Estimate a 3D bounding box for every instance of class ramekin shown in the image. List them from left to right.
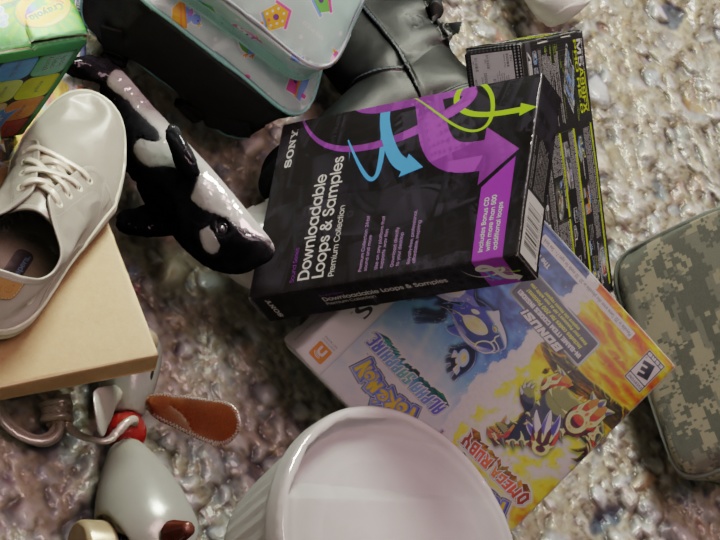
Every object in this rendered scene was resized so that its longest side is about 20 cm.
[{"bbox_3d":[0.001,0.195,1.467,0.202,0.094,0.204,21,55,-33],"label":"ramekin"}]

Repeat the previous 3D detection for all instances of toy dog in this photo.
[{"bbox_3d":[-0.133,0.119,1.438,0.131,0.096,0.201,-12,69,-38],"label":"toy dog"}]

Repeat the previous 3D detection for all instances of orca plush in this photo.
[{"bbox_3d":[-0.141,-0.060,1.525,0.071,0.105,0.200,-39,77,-5],"label":"orca plush"}]

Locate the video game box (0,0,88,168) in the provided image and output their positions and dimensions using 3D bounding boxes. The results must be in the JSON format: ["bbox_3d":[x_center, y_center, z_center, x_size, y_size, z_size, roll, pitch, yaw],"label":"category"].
[{"bbox_3d":[-0.273,-0.154,1.549,0.181,0.047,0.201,15,55,-23],"label":"video game box"}]

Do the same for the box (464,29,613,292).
[{"bbox_3d":[0.131,-0.068,1.666,0.160,0.044,0.201,-24,108,-67],"label":"box"}]

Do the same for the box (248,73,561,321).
[{"bbox_3d":[0.028,-0.047,1.503,0.036,0.199,0.144,46,43,-44],"label":"box"}]

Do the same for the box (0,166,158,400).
[{"bbox_3d":[-0.244,0.011,1.435,0.199,0.021,0.164,-11,59,-23],"label":"box"}]

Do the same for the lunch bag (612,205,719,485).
[{"bbox_3d":[0.297,0.057,1.742,0.167,0.139,0.201,16,52,-58],"label":"lunch bag"}]

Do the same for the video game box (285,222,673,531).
[{"bbox_3d":[0.081,0.056,1.558,0.182,0.047,0.200,-44,104,-1],"label":"video game box"}]

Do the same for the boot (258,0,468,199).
[{"bbox_3d":[-0.009,-0.138,1.690,0.197,0.074,0.163,-23,55,-12],"label":"boot"}]

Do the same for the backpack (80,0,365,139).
[{"bbox_3d":[-0.077,-0.220,1.608,0.175,0.153,0.201,35,56,-23],"label":"backpack"}]

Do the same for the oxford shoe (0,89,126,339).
[{"bbox_3d":[-0.194,-0.045,1.440,0.075,0.058,0.201,20,50,3],"label":"oxford shoe"}]

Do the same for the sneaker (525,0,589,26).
[{"bbox_3d":[0.139,-0.283,1.866,0.080,0.076,0.201,39,31,-44],"label":"sneaker"}]

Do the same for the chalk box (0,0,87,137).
[{"bbox_3d":[-0.260,-0.152,1.445,0.123,0.125,0.201,-14,72,-37],"label":"chalk box"}]

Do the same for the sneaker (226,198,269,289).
[{"bbox_3d":[0.000,0.000,1.597,0.199,0.077,0.081,8,20,-28],"label":"sneaker"}]
